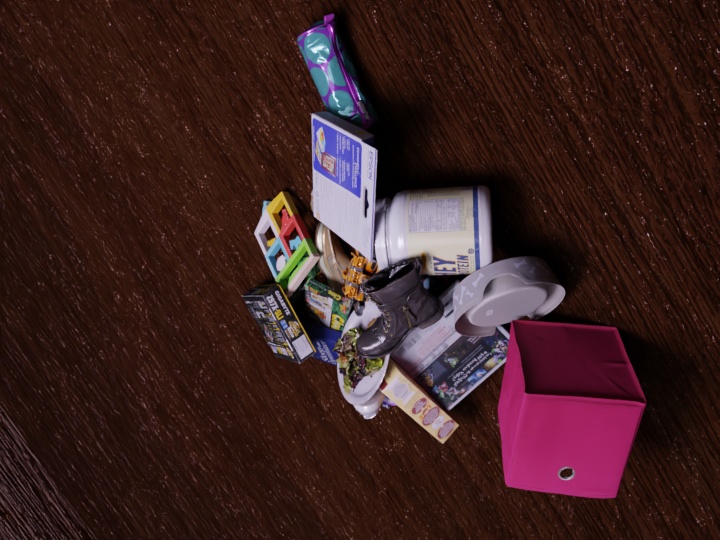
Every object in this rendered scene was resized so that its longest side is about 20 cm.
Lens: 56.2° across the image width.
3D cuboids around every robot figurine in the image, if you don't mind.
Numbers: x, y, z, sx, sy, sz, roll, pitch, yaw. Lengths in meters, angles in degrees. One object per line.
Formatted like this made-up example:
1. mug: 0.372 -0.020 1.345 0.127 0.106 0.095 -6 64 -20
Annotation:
1. robot figurine: 0.000 0.000 1.262 0.056 0.200 0.150 14 100 -5

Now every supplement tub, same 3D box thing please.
1. supplement tub: 0.127 -0.066 1.158 0.193 0.146 0.149 -3 117 11

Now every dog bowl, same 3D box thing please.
1. dog bowl: 0.247 0.045 1.158 0.199 0.196 0.060 -41 53 40

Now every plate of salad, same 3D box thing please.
1. plate of salad: -0.004 0.156 1.309 0.047 0.205 0.200 13 139 -29

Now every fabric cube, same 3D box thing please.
1. fabric cube: 0.346 0.230 1.145 0.189 0.202 0.205 5 122 4

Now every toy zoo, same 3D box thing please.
1. toy zoo: -0.161 -0.067 1.402 0.132 0.020 0.203 -48 59 36

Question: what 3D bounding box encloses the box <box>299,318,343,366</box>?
1. box: -0.079 0.165 1.499 0.195 0.033 0.123 16 148 28

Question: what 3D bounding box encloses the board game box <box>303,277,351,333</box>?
1. board game box: -0.072 0.091 1.431 0.102 0.024 0.202 25 152 8

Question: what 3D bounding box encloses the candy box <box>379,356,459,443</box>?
1. candy box: 0.101 0.245 1.340 0.055 0.116 0.200 -44 118 2

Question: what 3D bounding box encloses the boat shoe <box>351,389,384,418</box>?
1. boat shoe: 0.013 0.264 1.382 0.070 0.200 0.071 -17 100 -9

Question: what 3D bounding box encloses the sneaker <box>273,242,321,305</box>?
1. sneaker: -0.149 0.020 1.459 0.078 0.085 0.201 43 131 3

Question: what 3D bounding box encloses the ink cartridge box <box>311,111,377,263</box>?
1. ink cartridge box: -0.018 -0.148 1.160 0.199 0.046 0.203 36 134 43

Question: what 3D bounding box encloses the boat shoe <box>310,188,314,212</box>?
1. boat shoe: -0.014 -0.111 1.300 0.197 0.074 0.070 32 113 28

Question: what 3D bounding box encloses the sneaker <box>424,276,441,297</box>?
1. sneaker: 0.110 0.045 1.324 0.196 0.079 0.098 27 116 9

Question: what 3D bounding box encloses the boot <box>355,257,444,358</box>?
1. boot: 0.043 0.062 1.161 0.197 0.174 0.070 -33 53 12

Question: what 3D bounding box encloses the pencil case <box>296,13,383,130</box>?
1. pencil case: -0.037 -0.335 1.185 0.092 0.084 0.204 -1 118 59

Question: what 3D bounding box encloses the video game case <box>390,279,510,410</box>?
1. video game case: 0.177 0.146 1.289 0.181 0.023 0.200 43 108 -11

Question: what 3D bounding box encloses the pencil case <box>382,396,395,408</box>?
1. pencil case: 0.064 0.183 1.419 0.085 0.082 0.206 21 127 50

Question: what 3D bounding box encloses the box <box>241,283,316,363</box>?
1. box: -0.180 0.112 1.452 0.163 0.049 0.199 60 160 -9

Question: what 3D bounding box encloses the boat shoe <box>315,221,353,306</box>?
1. boat shoe: -0.041 -0.013 1.391 0.074 0.072 0.205 0 126 18
